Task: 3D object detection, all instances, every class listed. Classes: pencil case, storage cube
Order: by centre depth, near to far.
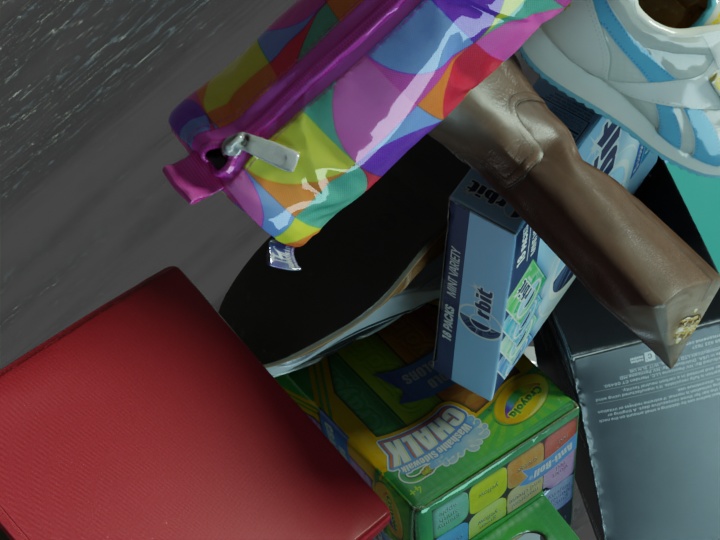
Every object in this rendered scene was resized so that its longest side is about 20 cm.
[{"bbox_3d":[0.012,-0.093,0.877,0.200,0.088,0.088,-42,167,11],"label":"pencil case"},{"bbox_3d":[-0.125,0.141,1.070,0.180,0.200,0.171,-35,168,-42],"label":"storage cube"}]

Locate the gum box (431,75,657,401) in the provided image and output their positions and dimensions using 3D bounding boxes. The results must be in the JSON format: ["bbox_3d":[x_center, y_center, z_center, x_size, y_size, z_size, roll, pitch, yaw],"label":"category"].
[{"bbox_3d":[0.112,-0.051,1.183,0.200,0.044,0.170,-52,162,-28],"label":"gum box"}]

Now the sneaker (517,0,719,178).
[{"bbox_3d":[0.168,-0.108,1.077,0.199,0.077,0.081,21,143,-37],"label":"sneaker"}]

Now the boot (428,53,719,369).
[{"bbox_3d":[0.083,-0.039,0.990,0.064,0.200,0.186,-43,167,21],"label":"boot"}]

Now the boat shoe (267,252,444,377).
[{"bbox_3d":[0.000,0.000,1.241,0.199,0.072,0.071,-27,178,-24],"label":"boat shoe"}]

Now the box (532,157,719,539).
[{"bbox_3d":[0.168,0.049,1.335,0.104,0.200,0.183,-14,128,-1],"label":"box"}]

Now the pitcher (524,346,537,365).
[{"bbox_3d":[0.039,0.107,1.515,0.200,0.121,0.171,-46,128,14],"label":"pitcher"}]

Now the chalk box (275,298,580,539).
[{"bbox_3d":[0.048,0.113,1.270,0.125,0.200,0.124,-31,143,-23],"label":"chalk box"}]

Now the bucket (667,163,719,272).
[{"bbox_3d":[0.246,0.004,1.632,0.207,0.207,0.135,-38,166,-2],"label":"bucket"}]

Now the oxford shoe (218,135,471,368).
[{"bbox_3d":[0.009,-0.009,1.173,0.200,0.071,0.071,-38,157,-6],"label":"oxford shoe"}]
